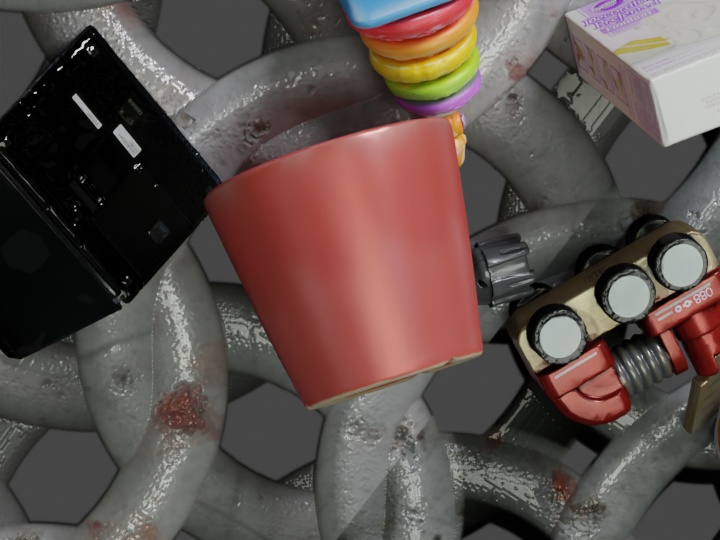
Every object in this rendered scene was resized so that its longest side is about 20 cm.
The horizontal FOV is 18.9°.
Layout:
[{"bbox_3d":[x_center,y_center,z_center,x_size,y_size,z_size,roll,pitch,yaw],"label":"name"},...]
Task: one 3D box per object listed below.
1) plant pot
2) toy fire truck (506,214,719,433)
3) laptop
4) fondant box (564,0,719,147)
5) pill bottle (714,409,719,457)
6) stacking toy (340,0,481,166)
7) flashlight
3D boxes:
[{"bbox_3d":[0.000,0.000,1.625,0.199,0.200,0.178,-18,86,-7],"label":"plant pot"},{"bbox_3d":[0.235,0.075,1.803,0.175,0.129,0.201,-30,105,-1],"label":"toy fire truck"},{"bbox_3d":[-0.238,-0.056,1.674,0.200,0.103,0.177,-50,118,-21],"label":"laptop"},{"bbox_3d":[0.256,-0.172,1.653,0.143,0.200,0.059,-21,113,-6],"label":"fondant box"},{"bbox_3d":[0.363,0.136,1.796,0.108,0.200,0.110,1,85,-10],"label":"pill bottle"},{"bbox_3d":[0.053,-0.159,1.670,0.109,0.116,0.201,-20,126,-3],"label":"stacking toy"},{"bbox_3d":[0.041,0.017,1.745,0.199,0.068,0.068,-16,111,-7],"label":"flashlight"}]
